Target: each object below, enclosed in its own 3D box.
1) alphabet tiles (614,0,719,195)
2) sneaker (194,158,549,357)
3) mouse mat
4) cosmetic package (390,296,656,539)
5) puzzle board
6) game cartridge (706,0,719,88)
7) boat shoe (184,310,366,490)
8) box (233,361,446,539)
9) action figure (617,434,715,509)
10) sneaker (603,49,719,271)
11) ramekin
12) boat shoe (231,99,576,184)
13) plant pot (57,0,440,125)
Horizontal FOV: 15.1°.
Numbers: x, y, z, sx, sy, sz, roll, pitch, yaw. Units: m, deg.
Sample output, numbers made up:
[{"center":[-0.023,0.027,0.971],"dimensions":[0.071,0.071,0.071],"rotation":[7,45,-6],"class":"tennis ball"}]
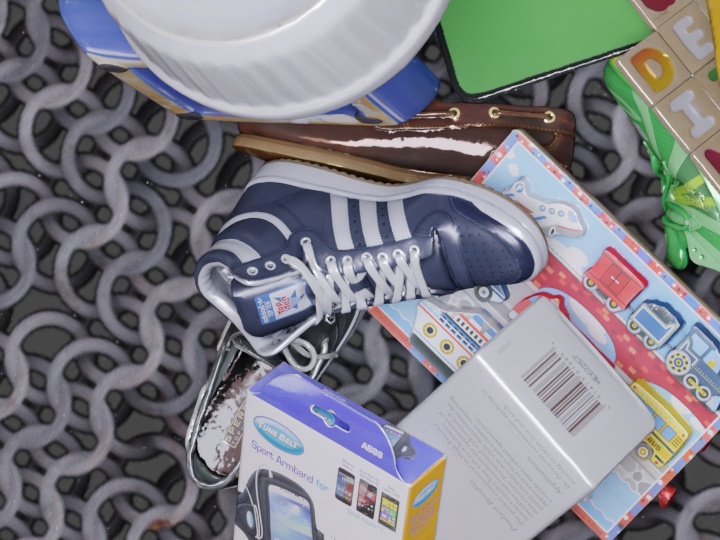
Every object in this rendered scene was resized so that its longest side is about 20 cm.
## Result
[{"center":[0.241,-0.110,1.543],"dimensions":[0.166,0.006,0.200],"rotation":[-37,86,-26],"class":"alphabet tiles"},{"center":[0.000,0.000,1.516],"dimensions":[0.200,0.109,0.070],"rotation":[10,134,32],"class":"sneaker"},{"center":[0.106,-0.210,1.581],"dimensions":[0.161,0.008,0.200],"rotation":[-18,75,7],"class":"mouse mat"},{"center":[0.068,0.111,1.544],"dimensions":[0.102,0.074,0.200],"rotation":[50,140,3],"class":"cosmetic package"},{"center":[0.115,0.039,1.549],"dimensions":[0.200,0.017,0.151],"rotation":[45,117,8],"class":"puzzle board"},{"center":[0.275,-0.193,1.510],"dimensions":[0.176,0.032,0.200],"rotation":[-9,54,10],"class":"game cartridge"},{"center":[-0.051,0.039,1.612],"dimensions":[0.074,0.068,0.200],"rotation":[33,97,6],"class":"boat shoe"},{"center":[-0.015,0.144,1.560],"dimensions":[0.119,0.041,0.200],"rotation":[29,131,26],"class":"box"},{"center":[0.110,0.064,1.599],"dimensions":[0.200,0.052,0.065],"rotation":[34,92,11],"class":"action figure"},{"center":[0.196,-0.044,1.562],"dimensions":[0.084,0.074,0.200],"rotation":[-41,77,28],"class":"sneaker"},{"center":[-0.051,-0.181,1.359],"dimensions":[0.202,0.094,0.203],"rotation":[-2,85,17],"class":"ramekin"},{"center":[0.027,-0.080,1.596],"dimensions":[0.199,0.070,0.071],"rotation":[10,89,1],"class":"boat shoe"},{"center":[-0.053,-0.182,1.508],"dimensions":[0.199,0.200,0.180],"rotation":[2,80,18],"class":"plant pot"}]
